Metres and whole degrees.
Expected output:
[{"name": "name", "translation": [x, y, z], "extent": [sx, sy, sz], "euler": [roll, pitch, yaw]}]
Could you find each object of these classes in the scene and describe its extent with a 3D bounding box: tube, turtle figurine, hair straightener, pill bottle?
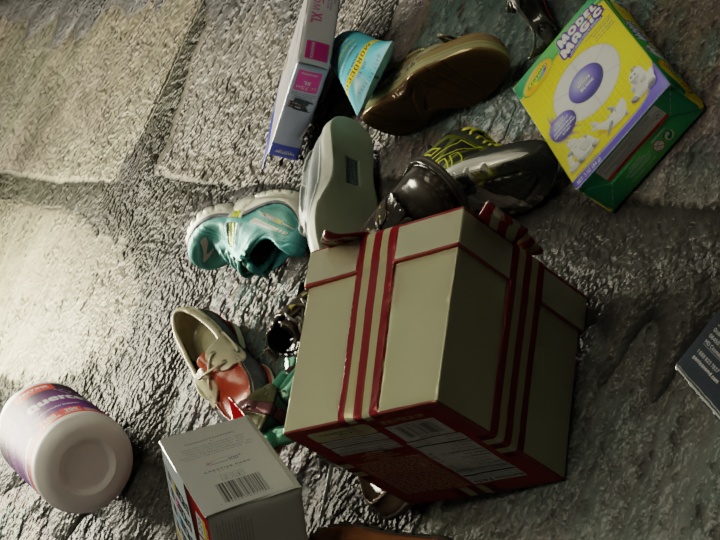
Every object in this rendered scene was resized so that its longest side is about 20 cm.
[{"name": "tube", "translation": [0.003, -0.205, 1.741], "extent": [0.200, 0.050, 0.078], "euler": [-118, 48, -75]}, {"name": "turtle figurine", "translation": [-0.069, 0.144, 1.577], "extent": [0.150, 0.101, 0.200], "euler": [-7, 54, 55]}, {"name": "hair straightener", "translation": [0.138, -0.266, 1.610], "extent": [0.041, 0.077, 0.200], "euler": [-40, 36, 30]}, {"name": "pill bottle", "translation": [-0.335, 0.190, 1.924], "extent": [0.200, 0.112, 0.113], "euler": [22, 84, 60]}]

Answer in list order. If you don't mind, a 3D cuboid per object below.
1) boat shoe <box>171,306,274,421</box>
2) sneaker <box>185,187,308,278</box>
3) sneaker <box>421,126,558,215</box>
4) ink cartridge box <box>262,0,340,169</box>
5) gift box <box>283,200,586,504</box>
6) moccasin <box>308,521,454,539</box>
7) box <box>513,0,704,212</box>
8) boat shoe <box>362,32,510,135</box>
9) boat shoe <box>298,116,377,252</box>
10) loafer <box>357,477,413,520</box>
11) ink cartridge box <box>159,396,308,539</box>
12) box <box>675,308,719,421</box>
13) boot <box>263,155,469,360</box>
[{"name": "boat shoe", "translation": [-0.141, 0.098, 1.754], "extent": [0.071, 0.062, 0.200], "euler": [-52, 32, 12]}, {"name": "sneaker", "translation": [-0.121, -0.030, 1.822], "extent": [0.200, 0.077, 0.080], "euler": [-19, 59, 50]}, {"name": "sneaker", "translation": [0.099, -0.094, 1.529], "extent": [0.200, 0.074, 0.085], "euler": [-16, 52, 51]}, {"name": "ink cartridge box", "translation": [-0.063, -0.204, 1.856], "extent": [0.200, 0.042, 0.120], "euler": [118, 163, -56]}, {"name": "gift box", "translation": [0.057, 0.053, 1.339], "extent": [0.184, 0.200, 0.187], "euler": [-13, 54, 36]}, {"name": "moccasin", "translation": [0.013, 0.249, 1.387], "extent": [0.201, 0.074, 0.078], "euler": [0, 57, 49]}, {"name": "box", "translation": [0.200, -0.151, 1.452], "extent": [0.117, 0.048, 0.200], "euler": [-50, 30, 18]}, {"name": "boat shoe", "translation": [0.070, -0.190, 1.656], "extent": [0.200, 0.073, 0.063], "euler": [-21, 49, 51]}, {"name": "boat shoe", "translation": [-0.026, -0.062, 1.716], "extent": [0.072, 0.070, 0.201], "euler": [-49, 27, 42]}, {"name": "loafer", "translation": [0.007, 0.126, 1.485], "extent": [0.073, 0.071, 0.200], "euler": [-46, 36, 29]}, {"name": "ink cartridge box", "translation": [-0.104, 0.234, 1.450], "extent": [0.176, 0.084, 0.201], "euler": [-135, 34, -59]}, {"name": "box", "translation": [0.314, 0.034, 1.017], "extent": [0.200, 0.148, 0.107], "euler": [-55, 31, 13]}, {"name": "boot", "translation": [0.000, 0.000, 1.491], "extent": [0.174, 0.069, 0.200], "euler": [-42, -6, -29]}]
